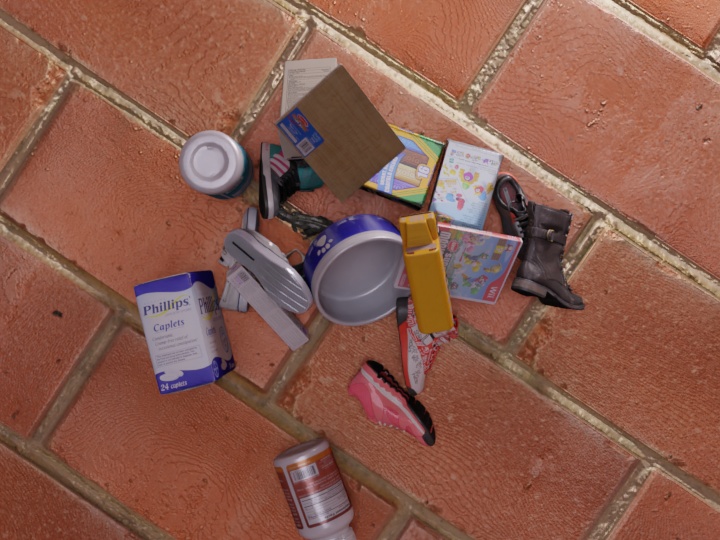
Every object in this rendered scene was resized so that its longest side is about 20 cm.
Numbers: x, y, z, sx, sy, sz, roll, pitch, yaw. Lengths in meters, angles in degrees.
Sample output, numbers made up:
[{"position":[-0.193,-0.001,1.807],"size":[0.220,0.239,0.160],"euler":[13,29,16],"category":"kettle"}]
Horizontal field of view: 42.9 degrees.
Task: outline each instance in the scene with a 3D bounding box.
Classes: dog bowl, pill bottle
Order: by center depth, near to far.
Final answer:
[{"position":[0.000,0.000,1.657],"size":[0.199,0.079,0.201],"euler":[-13,132,-15],"category":"dog bowl"},{"position":[-0.255,-0.186,1.660],"size":[0.110,0.200,0.111],"euler":[0,90,1],"category":"pill bottle"},{"position":[-0.079,0.425,1.705],"size":[0.112,0.112,0.201],"euler":[-20,90,2],"category":"pill bottle"}]

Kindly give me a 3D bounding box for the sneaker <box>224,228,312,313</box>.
[{"position":[-0.153,-0.008,1.644],"size":[0.200,0.071,0.073],"euler":[45,120,7],"category":"sneaker"}]

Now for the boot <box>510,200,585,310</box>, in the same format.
[{"position":[0.360,-0.026,1.671],"size":[0.200,0.069,0.175],"euler":[21,82,-39],"category":"boot"}]

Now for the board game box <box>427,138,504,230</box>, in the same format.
[{"position":[0.181,-0.129,1.676],"size":[0.104,0.103,0.201],"euler":[15,101,1],"category":"board game box"}]

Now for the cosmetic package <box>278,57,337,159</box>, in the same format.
[{"position":[-0.090,-0.295,1.660],"size":[0.105,0.071,0.201],"euler":[-2,48,5],"category":"cosmetic package"}]

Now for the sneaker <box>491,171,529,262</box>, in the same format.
[{"position":[0.295,-0.089,1.698],"size":[0.077,0.082,0.200],"euler":[-30,91,2],"category":"sneaker"}]

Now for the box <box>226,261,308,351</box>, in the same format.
[{"position":[-0.172,0.065,1.700],"size":[0.041,0.039,0.200],"euler":[-36,113,10],"category":"box"}]

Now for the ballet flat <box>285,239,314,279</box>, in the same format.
[{"position":[-0.095,-0.017,1.724],"size":[0.199,0.068,0.069],"euler":[-24,81,2],"category":"ballet flat"}]

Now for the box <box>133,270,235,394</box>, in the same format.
[{"position":[-0.316,0.107,1.674],"size":[0.105,0.184,0.201],"euler":[-14,91,4],"category":"box"}]

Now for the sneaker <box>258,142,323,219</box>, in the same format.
[{"position":[-0.125,-0.162,1.680],"size":[0.120,0.200,0.084],"euler":[3,132,-8],"category":"sneaker"}]

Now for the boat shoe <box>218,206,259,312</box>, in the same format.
[{"position":[-0.233,-0.023,1.729],"size":[0.070,0.071,0.201],"euler":[8,98,-1],"category":"boat shoe"}]

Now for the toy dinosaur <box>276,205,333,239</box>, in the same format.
[{"position":[-0.076,-0.083,1.708],"size":[0.199,0.088,0.048],"euler":[12,80,5],"category":"toy dinosaur"}]

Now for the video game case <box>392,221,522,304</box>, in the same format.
[{"position":[0.171,-0.014,1.629],"size":[0.199,0.017,0.143],"euler":[10,123,-15],"category":"video game case"}]

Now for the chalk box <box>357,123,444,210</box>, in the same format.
[{"position":[0.040,-0.203,1.686],"size":[0.199,0.125,0.124],"euler":[21,92,1],"category":"chalk box"}]

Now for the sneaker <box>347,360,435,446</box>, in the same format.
[{"position":[0.058,0.264,1.728],"size":[0.200,0.074,0.087],"euler":[46,106,5],"category":"sneaker"}]

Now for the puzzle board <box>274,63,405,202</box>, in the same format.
[{"position":[-0.033,-0.232,1.570],"size":[0.151,0.017,0.200],"euler":[-40,124,3],"category":"puzzle board"}]

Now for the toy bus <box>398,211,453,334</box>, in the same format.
[{"position":[0.112,0.003,1.564],"size":[0.065,0.078,0.201],"euler":[-9,120,8],"category":"toy bus"}]

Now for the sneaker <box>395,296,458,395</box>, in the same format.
[{"position":[0.130,0.139,1.685],"size":[0.107,0.067,0.202],"euler":[-5,112,9],"category":"sneaker"}]
